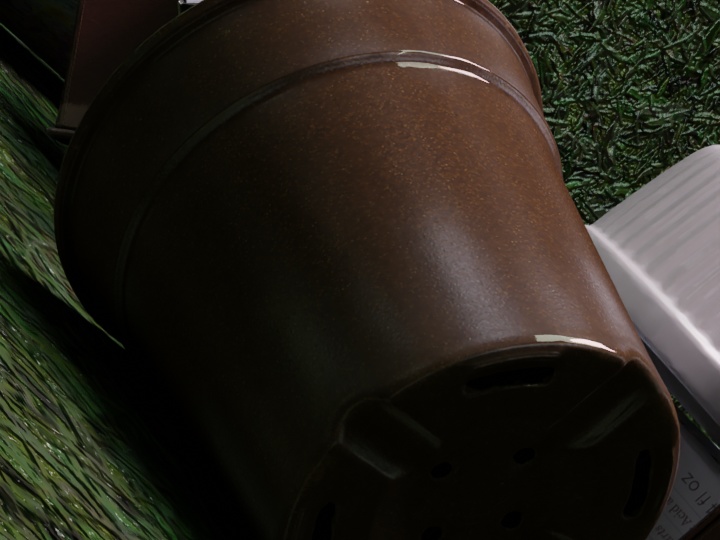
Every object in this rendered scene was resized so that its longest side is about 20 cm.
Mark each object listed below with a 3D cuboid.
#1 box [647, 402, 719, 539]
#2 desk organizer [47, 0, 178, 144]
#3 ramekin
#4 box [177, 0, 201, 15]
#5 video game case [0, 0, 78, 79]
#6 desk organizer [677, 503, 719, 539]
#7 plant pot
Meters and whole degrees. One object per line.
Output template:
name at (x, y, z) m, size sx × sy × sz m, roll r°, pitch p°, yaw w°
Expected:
box at (0.162, 0.168, 1.444) m, size 0.199 × 0.131 × 0.200 m, roll 50°, pitch 5°, yaw 40°
desk organizer at (-0.088, -0.085, 1.488) m, size 0.072 × 0.077 × 0.200 m, roll 9°, pitch -5°, yaw 14°
ramekin at (0.199, 0.030, 1.437) m, size 0.200 × 0.105 × 0.200 m, roll 49°, pitch 1°, yaw -1°
box at (-0.034, -0.088, 1.424) m, size 0.050 × 0.158 × 0.200 m, roll 7°, pitch 26°, yaw 14°
video game case at (-0.164, -0.140, 1.607) m, size 0.143 × 0.018 × 0.200 m, roll 17°, pitch -20°, yaw 49°
desk organizer at (0.162, 0.139, 1.218) m, size 0.077 × 0.200 × 0.072 m, roll 49°, pitch 18°, yaw 8°
plant pot at (0.009, 0.022, 1.063) m, size 0.200 × 0.200 × 0.198 m, roll 42°, pitch 14°, yaw -42°
